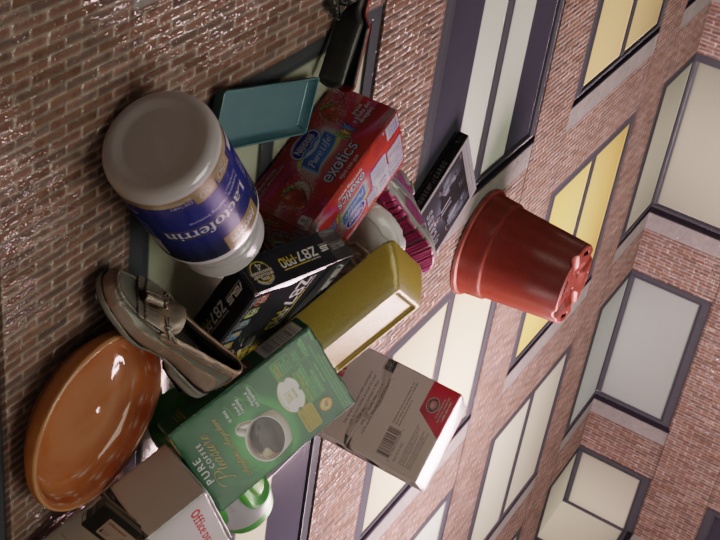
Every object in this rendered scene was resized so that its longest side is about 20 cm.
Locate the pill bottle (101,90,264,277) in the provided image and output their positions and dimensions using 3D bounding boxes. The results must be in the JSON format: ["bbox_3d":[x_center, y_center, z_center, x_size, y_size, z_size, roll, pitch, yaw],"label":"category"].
[{"bbox_3d":[-0.164,-0.076,1.248,0.116,0.115,0.200,-59,158,-15],"label":"pill bottle"}]

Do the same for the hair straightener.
[{"bbox_3d":[-0.006,-0.305,1.473,0.077,0.041,0.202,-6,118,-66],"label":"hair straightener"}]

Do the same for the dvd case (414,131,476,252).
[{"bbox_3d":[0.119,-0.096,2.003,0.201,0.025,0.151,-58,157,-21],"label":"dvd case"}]

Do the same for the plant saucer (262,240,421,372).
[{"bbox_3d":[-0.008,0.059,1.546,0.200,0.049,0.200,-39,164,4],"label":"plant saucer"}]

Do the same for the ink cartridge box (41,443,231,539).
[{"bbox_3d":[-0.253,0.306,1.406,0.199,0.084,0.145,-37,150,-17],"label":"ink cartridge box"}]

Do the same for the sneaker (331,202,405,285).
[{"bbox_3d":[0.000,0.000,1.631,0.099,0.077,0.201,-44,149,-36],"label":"sneaker"}]

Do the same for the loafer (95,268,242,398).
[{"bbox_3d":[-0.191,0.057,1.315,0.200,0.062,0.072,53,24,-44],"label":"loafer"}]

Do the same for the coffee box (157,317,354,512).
[{"bbox_3d":[-0.115,0.159,1.434,0.200,0.044,0.123,-39,120,-14],"label":"coffee box"}]

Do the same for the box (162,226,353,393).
[{"bbox_3d":[-0.117,0.044,1.436,0.161,0.049,0.200,-24,160,-48],"label":"box"}]

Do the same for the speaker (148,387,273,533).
[{"bbox_3d":[-0.174,0.225,1.513,0.089,0.088,0.201,-53,137,-27],"label":"speaker"}]

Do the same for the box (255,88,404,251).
[{"bbox_3d":[-0.039,-0.108,1.528,0.201,0.095,0.100,-55,155,-24],"label":"box"}]

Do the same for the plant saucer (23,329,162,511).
[{"bbox_3d":[-0.279,0.149,1.322,0.200,0.037,0.201,-50,153,-37],"label":"plant saucer"}]

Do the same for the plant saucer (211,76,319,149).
[{"bbox_3d":[-0.107,-0.174,1.409,0.200,0.019,0.071,-22,133,-59],"label":"plant saucer"}]

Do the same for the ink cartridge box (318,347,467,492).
[{"bbox_3d":[0.035,0.211,1.895,0.146,0.199,0.084,-60,160,-13],"label":"ink cartridge box"}]

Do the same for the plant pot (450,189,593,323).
[{"bbox_3d":[0.290,-0.013,2.254,0.201,0.194,0.202,-48,152,-36],"label":"plant pot"}]

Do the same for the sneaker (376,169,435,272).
[{"bbox_3d":[0.045,-0.083,1.693,0.201,0.081,0.089,60,29,-31],"label":"sneaker"}]
